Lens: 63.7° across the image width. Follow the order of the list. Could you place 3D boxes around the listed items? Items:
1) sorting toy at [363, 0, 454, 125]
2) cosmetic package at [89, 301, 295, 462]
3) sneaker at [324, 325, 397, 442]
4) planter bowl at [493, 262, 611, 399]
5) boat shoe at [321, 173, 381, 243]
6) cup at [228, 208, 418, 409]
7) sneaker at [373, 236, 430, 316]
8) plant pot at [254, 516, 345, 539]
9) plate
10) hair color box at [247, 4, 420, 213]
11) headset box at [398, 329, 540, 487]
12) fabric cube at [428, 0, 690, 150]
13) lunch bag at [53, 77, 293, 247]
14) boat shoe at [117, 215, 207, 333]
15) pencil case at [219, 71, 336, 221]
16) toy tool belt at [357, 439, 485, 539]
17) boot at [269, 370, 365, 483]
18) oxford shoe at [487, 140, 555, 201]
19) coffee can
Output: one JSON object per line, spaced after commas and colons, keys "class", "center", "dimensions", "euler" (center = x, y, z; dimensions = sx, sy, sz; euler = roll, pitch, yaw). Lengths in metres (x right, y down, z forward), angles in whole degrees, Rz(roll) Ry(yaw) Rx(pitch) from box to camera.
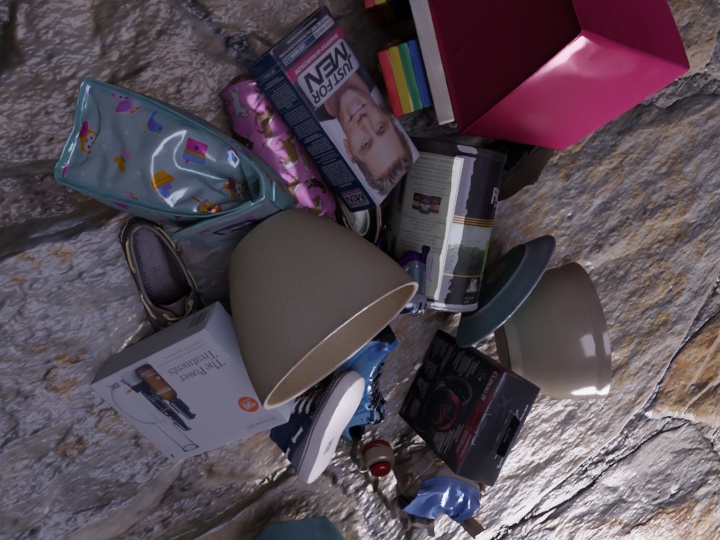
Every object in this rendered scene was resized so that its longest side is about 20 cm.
{"class": "sorting toy", "center": [0.053, -0.279, 0.685], "dimensions": [0.068, 0.199, 0.204], "euler": [-14, 108, 12]}
{"class": "cosmetic package", "center": [-0.196, 0.139, 0.681], "dimensions": [0.197, 0.052, 0.152], "euler": [-25, 118, 26]}
{"class": "sneaker", "center": [0.010, 0.154, 0.770], "dimensions": [0.078, 0.090, 0.202], "euler": [-28, 153, -44]}
{"class": "planter bowl", "center": [0.275, 0.101, 0.876], "dimensions": [0.131, 0.201, 0.205], "euler": [-10, 108, 4]}
{"class": "boat shoe", "center": [-0.012, -0.123, 0.746], "dimensions": [0.074, 0.074, 0.204], "euler": [-23, 111, -17]}
{"class": "cup", "center": [-0.058, 0.023, 0.607], "dimensions": [0.199, 0.201, 0.144], "euler": [-35, 76, -12]}
{"class": "sneaker", "center": [0.000, 0.000, 0.735], "dimensions": [0.074, 0.196, 0.090], "euler": [14, 85, -60]}
{"class": "plant pot", "center": [-0.086, 0.418, 0.797], "dimensions": [0.196, 0.200, 0.138], "euler": [2, 66, -24]}
{"class": "plate", "center": [0.194, 0.022, 0.814], "dimensions": [0.025, 0.200, 0.201], "euler": [38, 85, -3]}
{"class": "hair color box", "center": [-0.025, -0.178, 0.659], "dimensions": [0.100, 0.060, 0.201], "euler": [-50, 116, -27]}
{"class": "headset box", "center": [0.153, 0.192, 0.824], "dimensions": [0.074, 0.199, 0.151], "euler": [24, 92, -25]}
{"class": "fabric cube", "center": [0.228, -0.288, 0.700], "dimensions": [0.195, 0.195, 0.205], "euler": [-1, 73, -31]}
{"class": "lunch bag", "center": [-0.169, -0.093, 0.592], "dimensions": [0.196, 0.170, 0.125], "euler": [18, 89, 3]}
{"class": "boat shoe", "center": [-0.228, 0.030, 0.696], "dimensions": [0.071, 0.059, 0.204], "euler": [-24, 111, -17]}
{"class": "pencil case", "center": [-0.096, -0.140, 0.703], "dimensions": [0.083, 0.085, 0.204], "euler": [-41, 120, -45]}
{"class": "toy tool belt", "center": [0.097, 0.327, 0.856], "dimensions": [0.197, 0.125, 0.125], "euler": [18, 129, -27]}
{"class": "boot", "center": [-0.065, 0.183, 0.745], "dimensions": [0.072, 0.090, 0.203], "euler": [-24, 146, -49]}
{"class": "oxford shoe", "center": [0.253, -0.178, 0.864], "dimensions": [0.199, 0.072, 0.085], "euler": [-38, 139, -14]}
{"class": "coffee can", "center": [0.104, -0.063, 0.773], "dimensions": [0.143, 0.146, 0.205], "euler": [5, 101, -24]}
